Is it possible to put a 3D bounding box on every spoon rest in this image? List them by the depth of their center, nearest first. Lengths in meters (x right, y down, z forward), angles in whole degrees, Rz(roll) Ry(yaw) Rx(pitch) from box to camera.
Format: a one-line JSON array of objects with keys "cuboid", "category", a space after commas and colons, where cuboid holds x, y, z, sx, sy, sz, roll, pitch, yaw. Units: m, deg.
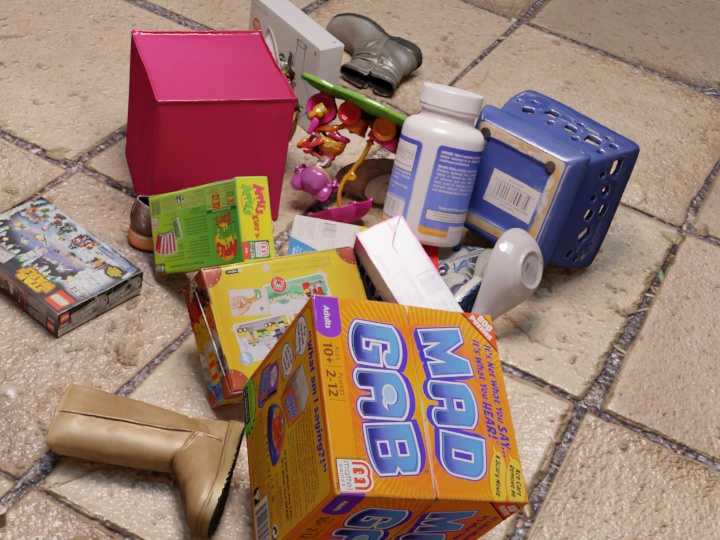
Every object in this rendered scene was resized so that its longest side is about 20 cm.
[{"cuboid": [0.181, 0.038, 1.531, 0.060, 0.099, 0.201, 1, 58, 41], "category": "spoon rest"}]

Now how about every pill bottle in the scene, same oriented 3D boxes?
[{"cuboid": [0.101, -0.141, 1.582, 0.111, 0.201, 0.112, 13, 13, -3], "category": "pill bottle"}]

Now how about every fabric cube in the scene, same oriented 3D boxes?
[{"cuboid": [-0.217, -0.203, 1.666, 0.195, 0.200, 0.200, -4, 40, -19], "category": "fabric cube"}]

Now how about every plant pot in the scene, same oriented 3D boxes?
[{"cuboid": [0.243, -0.121, 1.662, 0.199, 0.201, 0.179, 32, 25, 26], "category": "plant pot"}]

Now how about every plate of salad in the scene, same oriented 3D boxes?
[{"cuboid": [-0.117, -0.262, 1.770, 0.048, 0.201, 0.201, -7, 40, -8], "category": "plate of salad"}]

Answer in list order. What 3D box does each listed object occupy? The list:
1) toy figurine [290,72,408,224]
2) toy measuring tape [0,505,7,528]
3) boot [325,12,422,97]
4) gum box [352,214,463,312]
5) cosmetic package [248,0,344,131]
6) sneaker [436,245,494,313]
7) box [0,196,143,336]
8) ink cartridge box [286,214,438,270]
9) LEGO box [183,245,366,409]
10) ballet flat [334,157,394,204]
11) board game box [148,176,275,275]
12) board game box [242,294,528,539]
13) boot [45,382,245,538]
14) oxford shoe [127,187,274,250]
[{"cuboid": [-0.033, -0.154, 1.673, 0.199, 0.185, 0.150, 26, 3, 10], "category": "toy figurine"}, {"cuboid": [-0.425, 0.192, 1.196, 0.199, 0.074, 0.074, 22, 37, 12], "category": "toy measuring tape"}, {"cuboid": [0.000, -0.377, 2.075, 0.199, 0.068, 0.131, 27, 44, 20], "category": "boot"}, {"cuboid": [0.063, 0.049, 1.432, 0.066, 0.114, 0.201, -24, 69, -18], "category": "gum box"}, {"cuboid": [-0.110, -0.337, 1.913, 0.051, 0.151, 0.200, -17, 45, -34], "category": "cosmetic package"}, {"cuboid": [0.124, 0.022, 1.586, 0.085, 0.077, 0.200, 18, 27, 15], "category": "sneaker"}, {"cuboid": [-0.390, -0.009, 1.493, 0.199, 0.040, 0.137, 33, 42, 24], "category": "box"}, {"cuboid": [0.000, 0.000, 1.572, 0.199, 0.068, 0.116, 10, 37, -3], "category": "ink cartridge box"}, {"cuboid": [-0.089, 0.065, 1.399, 0.199, 0.077, 0.150, -9, 75, -27], "category": "LEGO box"}, {"cuboid": [0.062, -0.127, 1.762, 0.199, 0.068, 0.067, -5, 47, -20], "category": "ballet flat"}, {"cuboid": [-0.186, -0.053, 1.468, 0.047, 0.102, 0.199, -6, 0, -41], "category": "board game box"}, {"cuboid": [0.015, 0.168, 1.174, 0.199, 0.200, 0.201, 7, 56, -24], "category": "board game box"}, {"cuboid": [-0.232, 0.198, 1.251, 0.199, 0.067, 0.175, 13, 24, -1], "category": "boot"}, {"cuboid": [-0.208, -0.069, 1.596, 0.199, 0.073, 0.071, -4, 38, -21], "category": "oxford shoe"}]
